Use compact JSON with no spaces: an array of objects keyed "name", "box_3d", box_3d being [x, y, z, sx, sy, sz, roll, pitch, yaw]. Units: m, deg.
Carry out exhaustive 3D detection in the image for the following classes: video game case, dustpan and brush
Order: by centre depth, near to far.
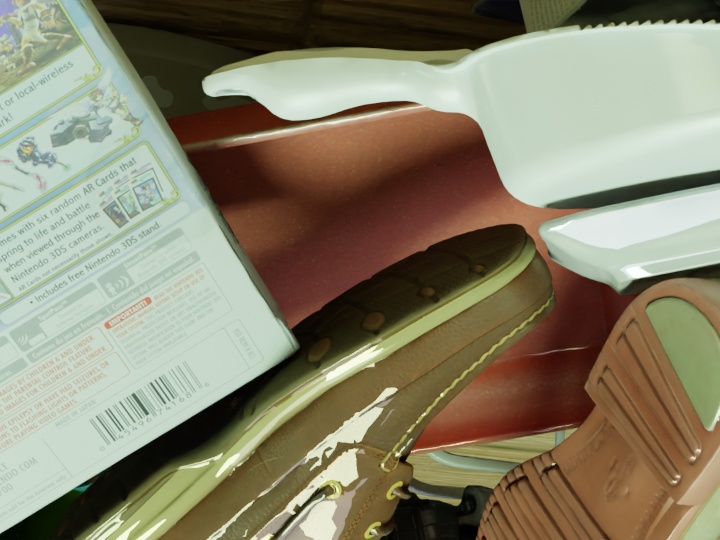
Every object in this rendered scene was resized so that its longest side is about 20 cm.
[{"name":"dustpan and brush","box_3d":[0.055,-0.049,0.612,0.200,0.057,0.140,-10,173,6]},{"name":"video game case","box_3d":[-0.142,0.009,0.636,0.200,0.045,0.181,-31,135,-3]}]

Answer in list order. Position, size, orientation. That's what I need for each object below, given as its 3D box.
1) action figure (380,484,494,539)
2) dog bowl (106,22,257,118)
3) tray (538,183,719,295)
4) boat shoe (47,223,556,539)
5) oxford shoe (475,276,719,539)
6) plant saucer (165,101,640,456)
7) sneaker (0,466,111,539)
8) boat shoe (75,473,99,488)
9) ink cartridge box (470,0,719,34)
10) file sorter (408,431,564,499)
[{"name":"action figure","box_3d":[0.073,0.128,0.822,0.200,0.105,0.194,13,142,-24]},{"name":"dog bowl","box_3d":[-0.102,-0.030,0.827,0.200,0.059,0.200,4,162,1]},{"name":"tray","box_3d":[0.156,-0.020,0.651,0.200,0.022,0.107,-11,175,6]},{"name":"boat shoe","box_3d":[-0.012,0.059,0.711,0.200,0.068,0.072,-37,-168,14]},{"name":"oxford shoe","box_3d":[0.099,0.075,0.702,0.074,0.071,0.200,-12,149,-34]},{"name":"plant saucer","box_3d":[0.000,0.000,0.755,0.200,0.037,0.200,-11,142,6]},{"name":"sneaker","box_3d":[-0.151,0.091,0.860,0.200,0.078,0.080,8,174,23]},{"name":"boat shoe","box_3d":[-0.142,0.033,0.823,0.075,0.069,0.200,-5,-172,-24]},{"name":"ink cartridge box","box_3d":[0.157,-0.081,0.644,0.199,0.041,0.200,9,162,-17]},{"name":"file sorter","box_3d":[0.060,0.051,0.940,0.139,0.125,0.200,7,162,-13]}]
